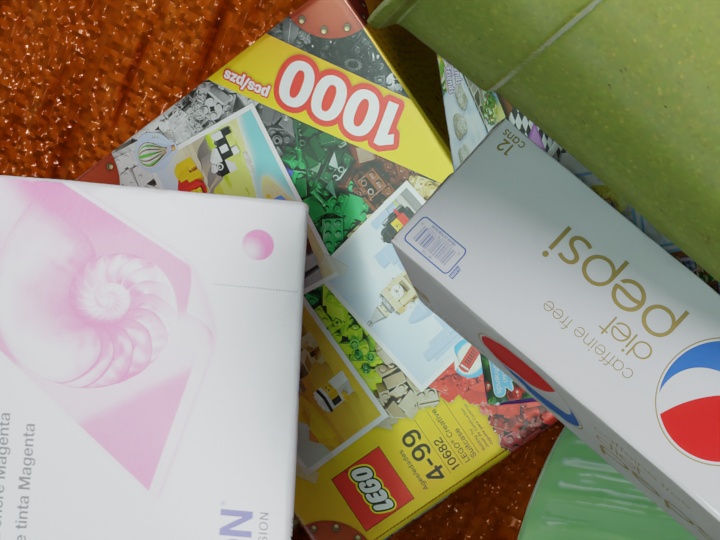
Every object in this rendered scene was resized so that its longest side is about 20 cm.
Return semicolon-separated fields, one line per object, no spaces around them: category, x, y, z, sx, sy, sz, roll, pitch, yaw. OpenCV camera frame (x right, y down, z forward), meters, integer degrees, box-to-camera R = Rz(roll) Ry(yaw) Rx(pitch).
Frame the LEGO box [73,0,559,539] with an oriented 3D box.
LEGO box;0.000;0.000;1.268;0.149;0.077;0.200;-36;85;19

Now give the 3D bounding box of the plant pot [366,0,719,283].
plant pot;0.139;-0.080;1.029;0.200;0.200;0.190;-41;92;19

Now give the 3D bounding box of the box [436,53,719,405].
box;0.103;-0.056;1.142;0.136;0.039;0.201;-9;87;18

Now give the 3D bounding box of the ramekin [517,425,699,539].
ramekin;0.131;0.135;1.182;0.097;0.200;0.201;10;101;25

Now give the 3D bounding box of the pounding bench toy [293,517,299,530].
pounding bench toy;-0.092;0.127;1.276;0.124;0.156;0.200;-44;83;19

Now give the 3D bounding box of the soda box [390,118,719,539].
soda box;0.105;0.038;1.068;0.200;0.068;0.064;41;82;19

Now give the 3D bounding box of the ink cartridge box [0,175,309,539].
ink cartridge box;-0.124;0.062;1.181;0.199;0.043;0.197;4;75;-7
